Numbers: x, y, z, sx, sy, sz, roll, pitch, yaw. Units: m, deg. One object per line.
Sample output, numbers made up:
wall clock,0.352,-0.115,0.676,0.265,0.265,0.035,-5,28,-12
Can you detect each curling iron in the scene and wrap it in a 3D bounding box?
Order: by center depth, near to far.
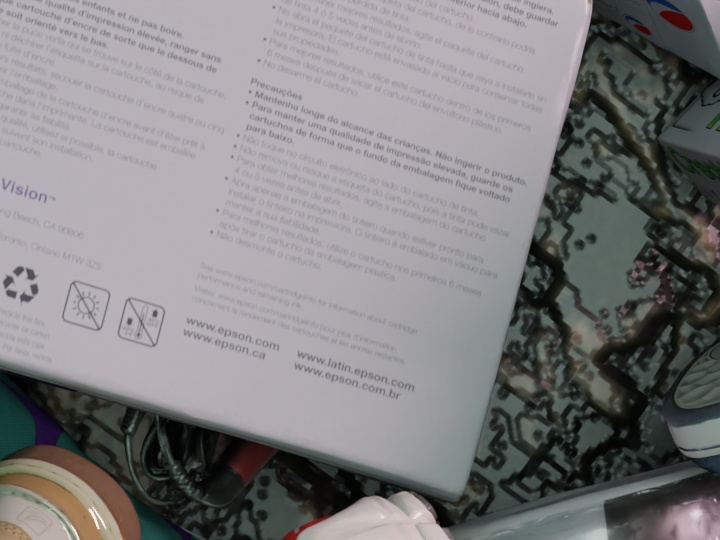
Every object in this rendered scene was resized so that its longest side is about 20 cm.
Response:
curling iron,0.000,0.000,0.870,0.200,0.026,0.050,-43,113,-26

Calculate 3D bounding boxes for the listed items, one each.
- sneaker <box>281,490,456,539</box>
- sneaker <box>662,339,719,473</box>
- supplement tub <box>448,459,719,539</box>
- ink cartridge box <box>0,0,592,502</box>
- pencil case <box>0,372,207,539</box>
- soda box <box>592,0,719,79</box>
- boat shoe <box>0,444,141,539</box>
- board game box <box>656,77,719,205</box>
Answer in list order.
sneaker,-0.022,0.144,0.820,0.085,0.200,0.077,-12,42,-23
sneaker,0.174,0.069,0.831,0.077,0.202,0.147,-20,90,38
supplement tub,0.089,0.165,0.842,0.122,0.123,0.201,-14,86,-3
ink cartridge box,-0.037,-0.054,0.808,0.199,0.041,0.200,18,84,-18
pencil case,-0.122,0.067,0.862,0.200,0.085,0.092,41,49,3
soda box,0.145,-0.163,0.886,0.064,0.068,0.200,33,82,27
boat shoe,-0.129,0.142,0.795,0.072,0.076,0.200,26,116,10
board game box,0.176,-0.061,0.826,0.126,0.200,0.035,-45,107,-5
